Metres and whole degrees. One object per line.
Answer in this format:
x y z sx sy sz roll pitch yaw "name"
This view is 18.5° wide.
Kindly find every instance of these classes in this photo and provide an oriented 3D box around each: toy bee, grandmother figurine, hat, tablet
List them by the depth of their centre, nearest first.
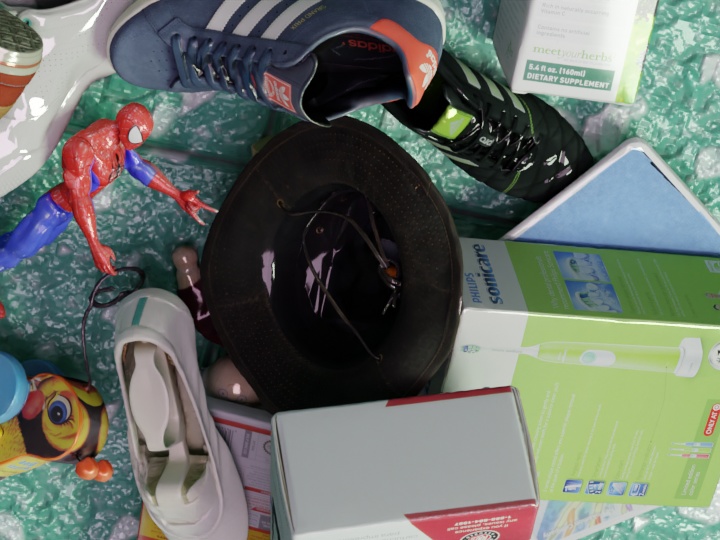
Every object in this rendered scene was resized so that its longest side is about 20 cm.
0.000 0.000 1.334 0.200 0.081 0.201 8 104 36 "hat"
-0.210 0.098 1.404 0.131 0.109 0.200 -3 149 -46 "toy bee"
-0.066 0.016 1.416 0.121 0.061 0.200 21 113 14 "grandmother figurine"
0.136 0.012 1.425 0.200 0.014 0.130 -38 121 15 "tablet"

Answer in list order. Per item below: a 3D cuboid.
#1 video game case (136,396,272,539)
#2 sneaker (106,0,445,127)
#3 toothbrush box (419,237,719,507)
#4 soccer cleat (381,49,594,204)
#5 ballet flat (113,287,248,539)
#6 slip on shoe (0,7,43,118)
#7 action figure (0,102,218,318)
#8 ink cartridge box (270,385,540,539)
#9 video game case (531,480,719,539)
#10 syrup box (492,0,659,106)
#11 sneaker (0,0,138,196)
-0.076 0.180 1.452 0.143 0.017 0.200 14 117 5 "video game case"
-0.052 -0.119 1.258 0.200 0.085 0.075 -5 136 12 "sneaker"
0.138 0.066 1.401 0.200 0.086 0.146 3 124 -13 "toothbrush box"
0.064 -0.093 1.360 0.200 0.081 0.068 33 109 -19 "soccer cleat"
-0.120 0.109 1.381 0.069 0.069 0.200 -11 113 1 "ballet flat"
-0.274 -0.150 1.274 0.200 0.074 0.061 32 115 13 "slip on shoe"
-0.171 -0.017 1.357 0.099 0.065 0.200 42 121 1 "action figure"
0.022 0.159 1.325 0.146 0.083 0.200 -7 148 -7 "ink cartridge box"
0.158 0.092 1.493 0.200 0.022 0.182 -23 116 6 "video game case"
0.140 -0.208 1.312 0.079 0.081 0.200 6 117 -9 "syrup box"
-0.202 -0.125 1.315 0.200 0.075 0.088 -44 139 6 "sneaker"
